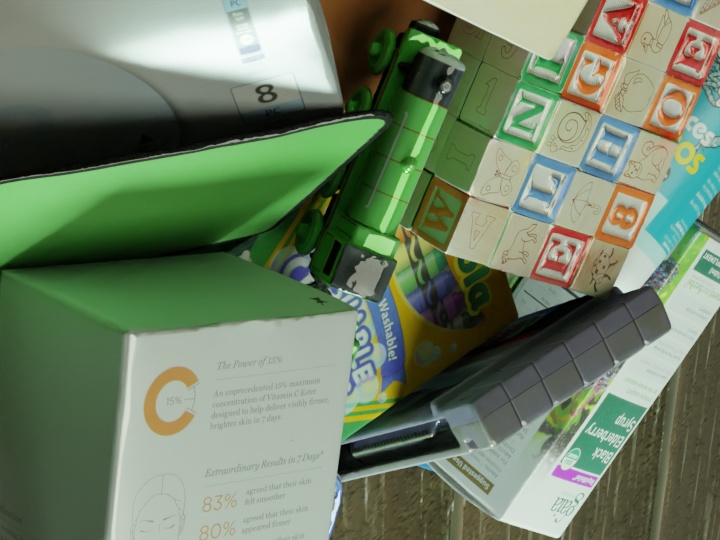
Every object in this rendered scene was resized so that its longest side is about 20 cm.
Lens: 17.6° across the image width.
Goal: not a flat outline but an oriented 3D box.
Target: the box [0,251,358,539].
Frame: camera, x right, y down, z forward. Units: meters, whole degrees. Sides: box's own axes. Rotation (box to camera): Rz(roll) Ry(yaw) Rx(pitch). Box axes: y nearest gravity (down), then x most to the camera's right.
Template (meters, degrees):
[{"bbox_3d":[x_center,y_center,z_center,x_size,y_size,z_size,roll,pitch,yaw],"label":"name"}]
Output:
[{"bbox_3d":[-0.088,0.103,1.002,0.124,0.097,0.201,-5,108,-42],"label":"box"}]

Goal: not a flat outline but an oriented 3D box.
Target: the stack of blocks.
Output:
[{"bbox_3d":[0.102,-0.097,1.101,0.115,0.059,0.201,16,102,-40],"label":"stack of blocks"}]

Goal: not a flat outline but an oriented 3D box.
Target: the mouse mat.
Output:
[{"bbox_3d":[-0.099,-0.023,0.957,0.199,0.008,0.161,-11,167,-27],"label":"mouse mat"}]

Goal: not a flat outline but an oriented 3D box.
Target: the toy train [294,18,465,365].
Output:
[{"bbox_3d":[-0.002,-0.018,1.053,0.042,0.056,0.201,19,98,-25],"label":"toy train"}]

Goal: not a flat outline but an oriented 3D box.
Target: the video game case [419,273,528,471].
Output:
[{"bbox_3d":[0.056,0.046,1.324,0.143,0.018,0.200,-55,148,7],"label":"video game case"}]

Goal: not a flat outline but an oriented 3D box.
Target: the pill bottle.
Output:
[{"bbox_3d":[0.161,-0.094,1.229,0.200,0.111,0.111,-52,148,-1],"label":"pill bottle"}]

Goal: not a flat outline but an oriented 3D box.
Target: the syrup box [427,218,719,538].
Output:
[{"bbox_3d":[0.125,0.047,1.319,0.200,0.081,0.079,-57,146,6],"label":"syrup box"}]

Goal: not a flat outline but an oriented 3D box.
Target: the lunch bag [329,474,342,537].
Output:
[{"bbox_3d":[-0.101,0.156,1.188,0.199,0.075,0.161,-18,132,-40],"label":"lunch bag"}]

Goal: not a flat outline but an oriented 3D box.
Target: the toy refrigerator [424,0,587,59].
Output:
[{"bbox_3d":[0.005,-0.157,0.952,0.199,0.076,0.070,20,106,-37],"label":"toy refrigerator"}]

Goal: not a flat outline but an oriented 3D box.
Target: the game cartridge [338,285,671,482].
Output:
[{"bbox_3d":[0.059,0.059,1.188,0.129,0.038,0.200,-35,-174,-28],"label":"game cartridge"}]

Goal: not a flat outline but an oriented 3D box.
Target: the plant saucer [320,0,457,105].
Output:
[{"bbox_3d":[0.020,-0.152,1.066,0.200,0.037,0.201,-31,142,-28],"label":"plant saucer"}]

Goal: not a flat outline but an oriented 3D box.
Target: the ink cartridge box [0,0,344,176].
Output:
[{"bbox_3d":[-0.103,-0.109,0.868,0.159,0.047,0.200,-13,148,4],"label":"ink cartridge box"}]

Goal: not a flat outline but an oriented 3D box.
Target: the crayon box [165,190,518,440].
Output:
[{"bbox_3d":[0.000,0.000,1.141,0.200,0.051,0.126,-34,122,-26],"label":"crayon box"}]
